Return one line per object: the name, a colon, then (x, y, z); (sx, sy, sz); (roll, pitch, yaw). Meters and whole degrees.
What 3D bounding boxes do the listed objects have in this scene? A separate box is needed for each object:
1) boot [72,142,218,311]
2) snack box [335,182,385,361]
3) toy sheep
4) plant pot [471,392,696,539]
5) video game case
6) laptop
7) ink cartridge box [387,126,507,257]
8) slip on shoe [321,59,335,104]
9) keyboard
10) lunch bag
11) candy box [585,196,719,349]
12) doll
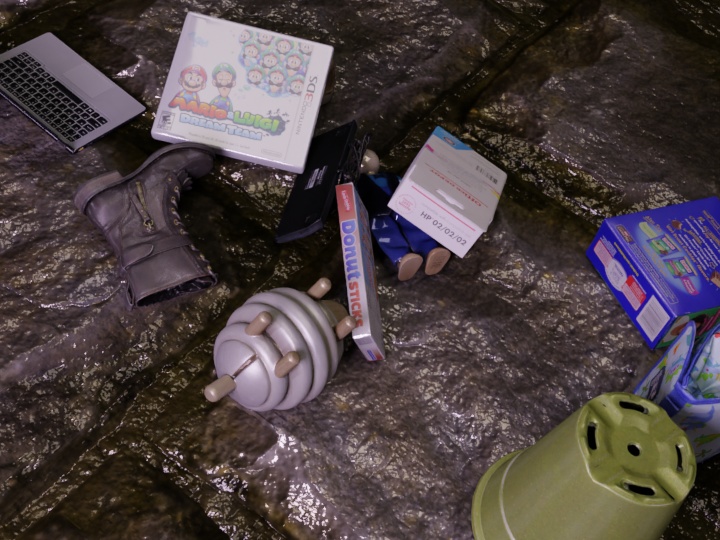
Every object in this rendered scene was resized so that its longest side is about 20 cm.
boot: (-0.218, -0.049, 1.189); (0.200, 0.069, 0.174); (-28, 70, -30)
snack box: (0.000, 0.000, 1.185); (0.024, 0.072, 0.200); (-13, 61, 11)
toy sheep: (-0.086, 0.082, 1.069); (0.200, 0.138, 0.138); (-24, 62, -43)
plant pot: (0.236, 0.222, 1.021); (0.200, 0.190, 0.200); (9, 50, -11)
video game case: (-0.150, -0.232, 1.326); (0.200, 0.024, 0.182); (13, 72, -1)
laptop: (-0.392, -0.245, 1.250); (0.187, 0.116, 0.200); (39, 51, 14)
ink cartridge box: (0.107, -0.093, 1.268); (0.115, 0.068, 0.200); (35, 29, -2)
slip on shoe: (-0.122, -0.249, 1.377); (0.200, 0.061, 0.076); (-12, 56, -26)
keyboard: (-0.038, -0.108, 1.288); (0.040, 0.104, 0.200); (49, 40, -32)
lunch bag: (0.386, 0.140, 1.151); (0.200, 0.170, 0.128); (-24, 62, -30)
candy box: (0.426, -0.001, 1.342); (0.200, 0.077, 0.169); (-11, 55, -24)
doll: (0.040, -0.078, 1.298); (0.136, 0.049, 0.200); (-12, 53, -26)
